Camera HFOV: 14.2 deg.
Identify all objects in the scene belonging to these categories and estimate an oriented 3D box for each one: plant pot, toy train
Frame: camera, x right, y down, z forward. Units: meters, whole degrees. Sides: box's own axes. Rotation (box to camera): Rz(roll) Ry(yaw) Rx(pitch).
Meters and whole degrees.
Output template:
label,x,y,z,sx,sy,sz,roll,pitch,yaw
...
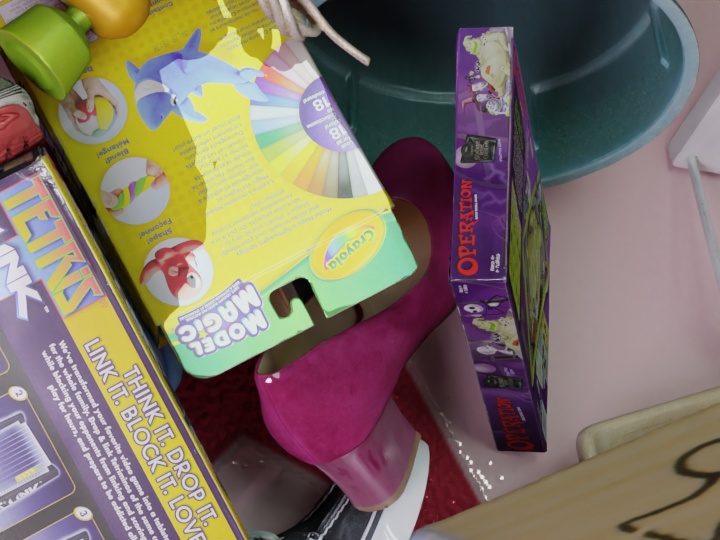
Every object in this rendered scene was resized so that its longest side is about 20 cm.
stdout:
label,x,y,z,sx,sy,sz,roll,pitch,yaw
plant pot,0.051,-0.169,1.355,0.200,0.200,0.197,10,57,-19
toy train,-0.098,-0.114,1.173,0.200,0.085,0.116,44,73,-14

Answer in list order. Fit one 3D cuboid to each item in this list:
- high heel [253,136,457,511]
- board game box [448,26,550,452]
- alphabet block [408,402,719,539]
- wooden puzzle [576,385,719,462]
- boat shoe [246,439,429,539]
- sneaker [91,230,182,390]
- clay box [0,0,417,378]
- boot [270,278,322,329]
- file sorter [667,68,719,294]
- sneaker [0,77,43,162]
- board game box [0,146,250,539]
label,x,y,z,sx,sy,sz,roll,pitch,yaw
high heel,0.000,0.000,1.261,0.096,0.067,0.200,52,32,-41
board game box,0.064,-0.009,1.287,0.032,0.200,0.120,3,66,10
alphabet block,0.164,0.174,1.187,0.200,0.195,0.197,-20,104,-22
wooden puzzle,0.206,0.140,1.342,0.200,0.046,0.186,-15,90,-29
boat shoe,-0.037,0.143,1.250,0.068,0.072,0.200,34,67,-9
sneaker,-0.161,0.007,1.247,0.200,0.079,0.131,48,60,-10
clay box,-0.070,-0.058,1.231,0.115,0.048,0.200,-26,81,-11
boot,-0.066,-0.023,1.315,0.200,0.075,0.074,59,17,-8
file sorter,0.259,-0.066,1.371,0.138,0.200,0.125,8,51,-20
sneaker,-0.209,-0.084,1.193,0.078,0.200,0.082,-26,123,-39
board game box,-0.154,0.076,1.166,0.165,0.057,0.200,-27,99,-4
